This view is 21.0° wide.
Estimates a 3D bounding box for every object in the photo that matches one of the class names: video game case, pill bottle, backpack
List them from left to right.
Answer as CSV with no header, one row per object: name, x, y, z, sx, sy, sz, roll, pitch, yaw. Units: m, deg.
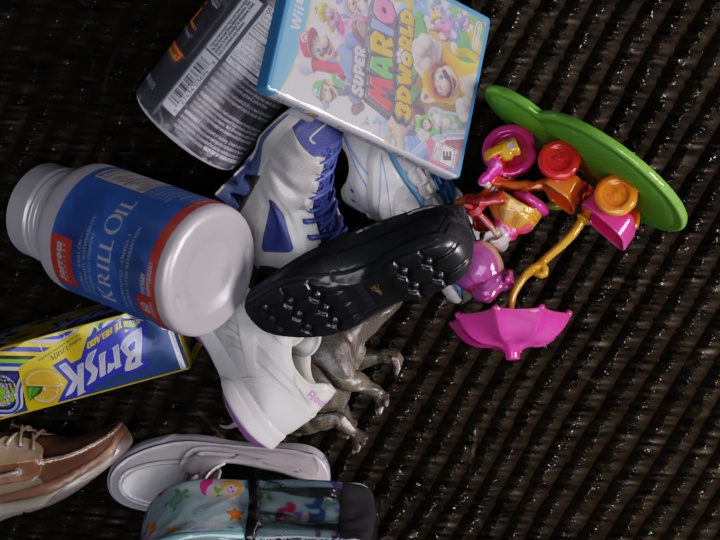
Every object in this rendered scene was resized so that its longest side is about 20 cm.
pill bottle,-0.195,-0.025,1.597,0.200,0.112,0.113,18,107,35
backpack,-0.091,0.263,1.620,0.199,0.151,0.178,6,129,5
pill bottle,-0.084,-0.188,1.584,0.106,0.106,0.200,39,103,-4
video game case,0.014,-0.172,1.536,0.200,0.018,0.143,22,72,-34

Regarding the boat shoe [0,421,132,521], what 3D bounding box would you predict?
boat shoe,-0.298,0.173,1.707,0.200,0.076,0.072,-24,98,9

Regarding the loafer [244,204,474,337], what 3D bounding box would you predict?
loafer,0.000,0.000,1.553,0.200,0.070,0.068,-19,124,23

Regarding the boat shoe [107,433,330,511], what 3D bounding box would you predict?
boat shoe,-0.128,0.183,1.695,0.199,0.065,0.074,-6,103,7

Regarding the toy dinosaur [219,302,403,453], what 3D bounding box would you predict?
toy dinosaur,-0.027,0.091,1.659,0.102,0.077,0.200,31,108,-15

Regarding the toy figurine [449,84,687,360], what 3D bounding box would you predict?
toy figurine,0.128,-0.025,1.559,0.200,0.150,0.184,35,81,18

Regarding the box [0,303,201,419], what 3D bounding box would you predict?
box,-0.243,0.072,1.678,0.200,0.070,0.064,-16,103,9

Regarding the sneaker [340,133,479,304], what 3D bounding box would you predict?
sneaker,0.034,-0.058,1.630,0.087,0.075,0.200,-23,98,25

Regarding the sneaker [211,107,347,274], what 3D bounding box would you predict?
sneaker,-0.044,-0.064,1.601,0.115,0.081,0.199,42,128,0

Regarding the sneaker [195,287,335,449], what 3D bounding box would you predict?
sneaker,-0.088,0.049,1.634,0.100,0.075,0.200,-33,68,9
